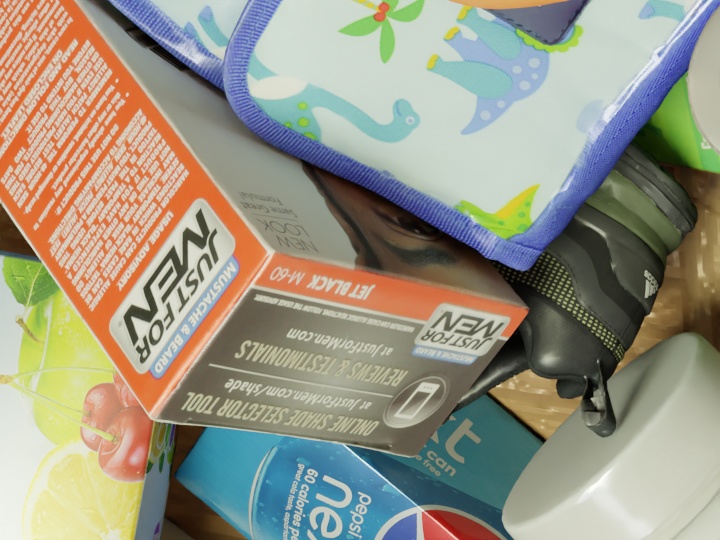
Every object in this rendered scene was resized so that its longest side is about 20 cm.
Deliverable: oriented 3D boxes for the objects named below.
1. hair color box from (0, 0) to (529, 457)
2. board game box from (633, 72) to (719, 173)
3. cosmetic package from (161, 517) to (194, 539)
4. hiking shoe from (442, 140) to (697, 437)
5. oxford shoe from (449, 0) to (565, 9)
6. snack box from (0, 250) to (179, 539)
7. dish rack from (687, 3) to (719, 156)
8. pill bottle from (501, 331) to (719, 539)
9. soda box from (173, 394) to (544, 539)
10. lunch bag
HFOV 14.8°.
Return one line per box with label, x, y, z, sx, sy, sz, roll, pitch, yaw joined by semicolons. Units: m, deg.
hair color box;-0.053;-0.039;0.801;0.064;0.111;0.200;-53;53;21
board game box;0.064;-0.085;0.835;0.200;0.030;0.096;11;120;22
cosmetic package;-0.099;0.214;1.041;0.199;0.123;0.200;36;130;9
hiking shoe;0.000;0.000;0.857;0.200;0.101;0.076;3;150;36
oxford shoe;0.096;-0.118;0.636;0.200;0.071;0.073;-17;143;11
snack box;-0.153;0.088;0.913;0.168;0.068;0.200;10;89;5
dish rack;0.193;-0.053;0.628;0.200;0.172;0.044;31;170;34
pill bottle;0.140;0.116;0.837;0.200;0.112;0.112;44;130;-8
soda box;0.041;0.098;0.925;0.200;0.068;0.064;39;129;6
lunch bag;0.018;-0.122;0.757;0.200;0.127;0.170;41;119;9
